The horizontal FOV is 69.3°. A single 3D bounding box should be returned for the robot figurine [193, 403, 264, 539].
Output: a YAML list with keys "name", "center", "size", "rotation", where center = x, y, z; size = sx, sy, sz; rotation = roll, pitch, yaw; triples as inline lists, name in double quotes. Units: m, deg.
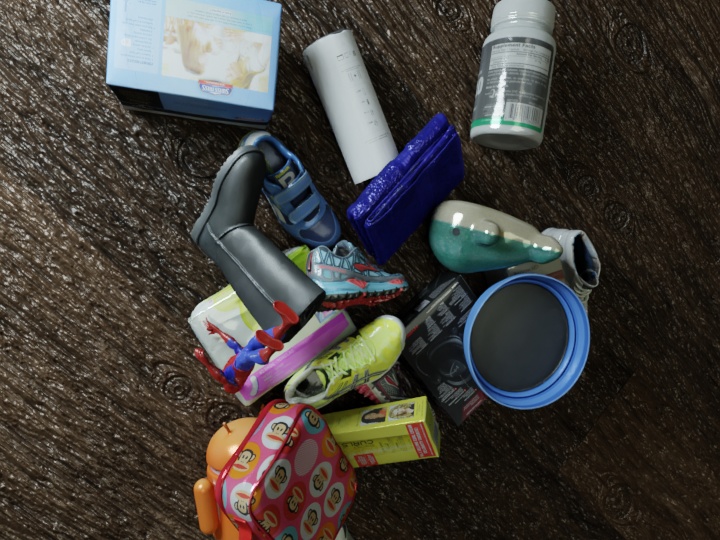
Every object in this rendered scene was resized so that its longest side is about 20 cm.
- name: "robot figurine"
  center: [-0.156, 0.298, 0.735]
  size: [0.141, 0.117, 0.205]
  rotation: [-4, 96, -12]

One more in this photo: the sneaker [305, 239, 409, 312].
- name: "sneaker"
  center: [0.000, 0.000, 0.745]
  size: [0.198, 0.078, 0.097]
  rotation: [2, 69, -54]

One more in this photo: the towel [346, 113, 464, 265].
- name: "towel"
  center: [0.076, -0.110, 0.765]
  size: [0.200, 0.049, 0.148]
  rotation: [-47, 147, -7]

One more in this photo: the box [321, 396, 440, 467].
- name: "box"
  center: [0.012, 0.240, 0.754]
  size: [0.196, 0.050, 0.076]
  rotation: [-14, 116, 17]

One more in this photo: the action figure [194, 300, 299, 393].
- name: "action figure"
  center: [-0.155, 0.087, 0.628]
  size: [0.098, 0.200, 0.066]
  rotation: [36, 50, -6]

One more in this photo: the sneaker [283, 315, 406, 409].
- name: "sneaker"
  center: [-0.020, 0.135, 0.716]
  size: [0.199, 0.076, 0.076]
  rotation: [-38, 80, 7]

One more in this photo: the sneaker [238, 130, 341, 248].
- name: "sneaker"
  center: [-0.099, -0.111, 0.738]
  size: [0.074, 0.082, 0.201]
  rotation: [-43, 105, -11]

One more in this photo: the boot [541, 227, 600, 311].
- name: "boot"
  center: [0.355, 0.029, 0.868]
  size: [0.072, 0.095, 0.204]
  rotation: [-22, 99, -13]

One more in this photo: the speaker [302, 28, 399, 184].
- name: "speaker"
  center: [-0.010, -0.231, 0.755]
  size: [0.080, 0.081, 0.203]
  rotation: [-26, 100, -12]

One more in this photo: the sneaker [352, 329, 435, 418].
- name: "sneaker"
  center: [0.043, 0.174, 0.799]
  size: [0.199, 0.080, 0.075]
  rotation: [40, 81, -14]

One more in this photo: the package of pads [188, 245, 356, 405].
- name: "package of pads"
  center: [-0.127, 0.072, 0.750]
  size: [0.198, 0.068, 0.156]
  rotation: [-34, 102, -12]

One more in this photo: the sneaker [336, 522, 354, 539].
- name: "sneaker"
  center: [-0.050, 0.398, 0.795]
  size: [0.071, 0.072, 0.203]
  rotation: [-23, 96, -4]

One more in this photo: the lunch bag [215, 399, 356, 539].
- name: "lunch bag"
  center: [-0.090, 0.286, 0.656]
  size: [0.177, 0.081, 0.202]
  rotation: [-56, 135, -41]

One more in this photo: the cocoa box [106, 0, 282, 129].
- name: "cocoa box"
  center: [-0.207, -0.272, 0.670]
  size: [0.196, 0.131, 0.136]
  rotation: [4, 93, -16]

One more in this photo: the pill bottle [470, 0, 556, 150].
- name: "pill bottle"
  center: [0.238, -0.299, 0.803]
  size: [0.111, 0.113, 0.204]
  rotation: [8, 91, -16]

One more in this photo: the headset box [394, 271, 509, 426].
- name: "headset box"
  center: [0.147, 0.128, 0.827]
  size: [0.148, 0.077, 0.201]
  rotation: [-41, 104, -9]

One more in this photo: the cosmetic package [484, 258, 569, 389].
- name: "cosmetic package"
  center: [0.282, 0.075, 0.855]
  size: [0.102, 0.087, 0.204]
  rotation: [-18, 98, -11]

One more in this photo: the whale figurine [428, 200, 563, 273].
- name: "whale figurine"
  center: [0.196, -0.036, 0.782]
  size: [0.197, 0.159, 0.106]
  rotation: [19, 97, 16]

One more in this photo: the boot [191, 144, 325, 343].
- name: "boot"
  center: [-0.116, -0.031, 0.656]
  size: [0.200, 0.065, 0.166]
  rotation: [48, 121, 22]

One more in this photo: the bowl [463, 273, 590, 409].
- name: "bowl"
  center: [0.247, 0.105, 0.785]
  size: [0.196, 0.039, 0.205]
  rotation: [-1, 96, -11]
